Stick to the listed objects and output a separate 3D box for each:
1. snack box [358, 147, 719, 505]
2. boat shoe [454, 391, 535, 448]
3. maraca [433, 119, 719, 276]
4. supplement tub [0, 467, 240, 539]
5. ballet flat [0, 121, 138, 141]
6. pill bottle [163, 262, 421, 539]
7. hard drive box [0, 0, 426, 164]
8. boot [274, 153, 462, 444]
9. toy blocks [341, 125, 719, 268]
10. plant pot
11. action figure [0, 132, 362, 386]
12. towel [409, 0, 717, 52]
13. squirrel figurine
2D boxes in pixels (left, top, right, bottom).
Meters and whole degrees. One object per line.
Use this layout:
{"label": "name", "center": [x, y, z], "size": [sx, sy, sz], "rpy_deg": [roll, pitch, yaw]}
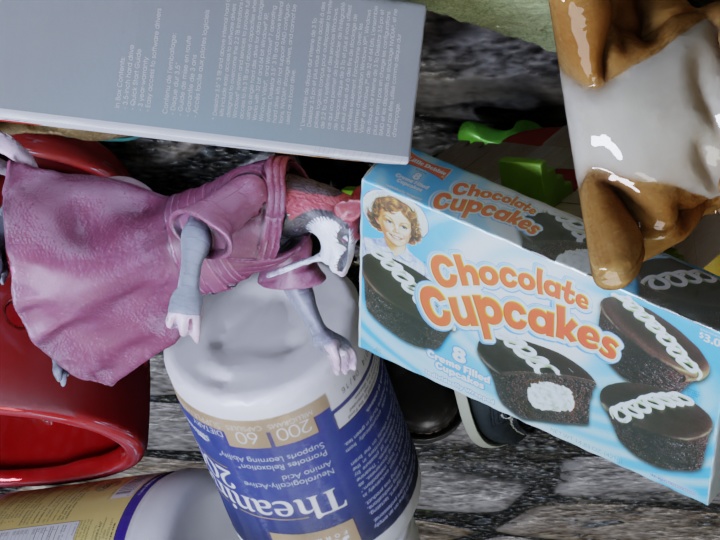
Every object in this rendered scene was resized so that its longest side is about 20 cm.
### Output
{"label": "snack box", "center": [0.091, 0.025, 1.431], "size": [0.199, 0.037, 0.117], "rpy_deg": [24, 138, 22]}
{"label": "boat shoe", "center": [0.088, 0.045, 1.663], "size": [0.066, 0.075, 0.200], "rpy_deg": [1, 149, 16]}
{"label": "maraca", "center": [0.135, -0.026, 1.641], "size": [0.199, 0.107, 0.137], "rpy_deg": [26, 150, -8]}
{"label": "supplement tub", "center": [-0.154, 0.195, 1.716], "size": [0.199, 0.146, 0.145], "rpy_deg": [-10, 159, 34]}
{"label": "ballet flat", "center": [-0.200, -0.100, 1.519], "size": [0.199, 0.068, 0.072], "rpy_deg": [1, 143, 4]}
{"label": "pill bottle", "center": [-0.029, 0.095, 1.628], "size": [0.110, 0.111, 0.200], "rpy_deg": [-3, 136, 17]}
{"label": "hard drive box", "center": [-0.083, -0.099, 1.395], "size": [0.199, 0.077, 0.156], "rpy_deg": [7, -178, -10]}
{"label": "boot", "center": [0.000, 0.000, 1.634], "size": [0.069, 0.200, 0.174], "rpy_deg": [-34, 175, -13]}
{"label": "toy blocks", "center": [0.112, -0.035, 1.511], "size": [0.199, 0.100, 0.137], "rpy_deg": [6, -152, 35]}
{"label": "plant pot", "center": [-0.214, 0.017, 1.682], "size": [0.199, 0.183, 0.201], "rpy_deg": [3, 163, 1]}
{"label": "action figure", "center": [-0.079, -0.016, 1.498], "size": [0.199, 0.150, 0.134], "rpy_deg": [-20, 157, 15]}
{"label": "towel", "center": [0.103, -0.141, 1.371], "size": [0.199, 0.037, 0.148], "rpy_deg": [12, 162, -33]}
{"label": "squirrel figurine", "center": [0.186, -0.075, 1.345], "size": [0.186, 0.142, 0.200], "rpy_deg": [-9, 179, 4]}
